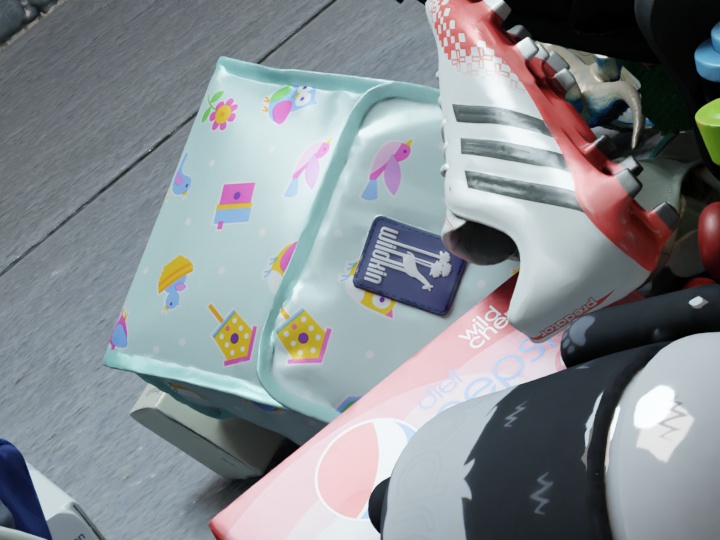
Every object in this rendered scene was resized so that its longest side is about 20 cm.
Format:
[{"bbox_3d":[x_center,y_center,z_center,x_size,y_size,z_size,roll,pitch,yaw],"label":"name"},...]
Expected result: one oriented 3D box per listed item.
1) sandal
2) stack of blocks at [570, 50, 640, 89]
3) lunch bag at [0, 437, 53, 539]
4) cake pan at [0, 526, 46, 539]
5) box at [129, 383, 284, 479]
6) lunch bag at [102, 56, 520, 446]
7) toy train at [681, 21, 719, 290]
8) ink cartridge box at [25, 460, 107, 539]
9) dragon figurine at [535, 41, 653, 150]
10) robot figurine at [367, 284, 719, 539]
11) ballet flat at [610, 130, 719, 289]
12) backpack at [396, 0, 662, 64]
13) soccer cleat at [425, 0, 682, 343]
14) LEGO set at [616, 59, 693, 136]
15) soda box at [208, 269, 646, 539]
[{"bbox_3d":[0.177,-0.078,1.164,0.075,0.200,0.045,-49,54,0],"label":"sandal"},{"bbox_3d":[0.178,-0.175,1.598,0.200,0.059,0.115,-40,16,-13],"label":"stack of blocks"},{"bbox_3d":[-0.179,0.175,1.092,0.132,0.200,0.136,-14,8,19],"label":"lunch bag"},{"bbox_3d":[-0.147,0.191,0.997,0.200,0.200,0.037,-33,-1,7],"label":"cake pan"},{"bbox_3d":[-0.036,0.007,1.377,0.200,0.068,0.082,-59,9,-14],"label":"box"},{"bbox_3d":[0.000,0.000,1.236,0.200,0.122,0.171,12,77,43],"label":"lunch bag"},{"bbox_3d":[0.161,-0.018,1.057,0.085,0.116,0.200,-7,25,18],"label":"toy train"},{"bbox_3d":[-0.198,0.172,1.332,0.146,0.083,0.200,-38,16,-11],"label":"ink cartridge box"},{"bbox_3d":[0.122,-0.087,1.461,0.059,0.100,0.200,-38,35,-15],"label":"dragon figurine"},{"bbox_3d":[0.090,0.093,0.915,0.200,0.150,0.125,-20,0,43],"label":"robot figurine"},{"bbox_3d":[0.144,-0.022,1.226,0.200,0.064,0.067,-18,-50,-68],"label":"ballet flat"},{"bbox_3d":[0.088,-0.178,1.198,0.200,0.177,0.151,28,84,45],"label":"backpack"},{"bbox_3d":[0.060,-0.050,1.125,0.085,0.069,0.200,-42,44,10],"label":"soccer cleat"},{"bbox_3d":[0.183,-0.169,1.333,0.200,0.154,0.116,-59,-16,19],"label":"LEGO set"},{"bbox_3d":[0.039,0.078,1.114,0.200,0.063,0.070,-39,50,-11],"label":"soda box"}]
